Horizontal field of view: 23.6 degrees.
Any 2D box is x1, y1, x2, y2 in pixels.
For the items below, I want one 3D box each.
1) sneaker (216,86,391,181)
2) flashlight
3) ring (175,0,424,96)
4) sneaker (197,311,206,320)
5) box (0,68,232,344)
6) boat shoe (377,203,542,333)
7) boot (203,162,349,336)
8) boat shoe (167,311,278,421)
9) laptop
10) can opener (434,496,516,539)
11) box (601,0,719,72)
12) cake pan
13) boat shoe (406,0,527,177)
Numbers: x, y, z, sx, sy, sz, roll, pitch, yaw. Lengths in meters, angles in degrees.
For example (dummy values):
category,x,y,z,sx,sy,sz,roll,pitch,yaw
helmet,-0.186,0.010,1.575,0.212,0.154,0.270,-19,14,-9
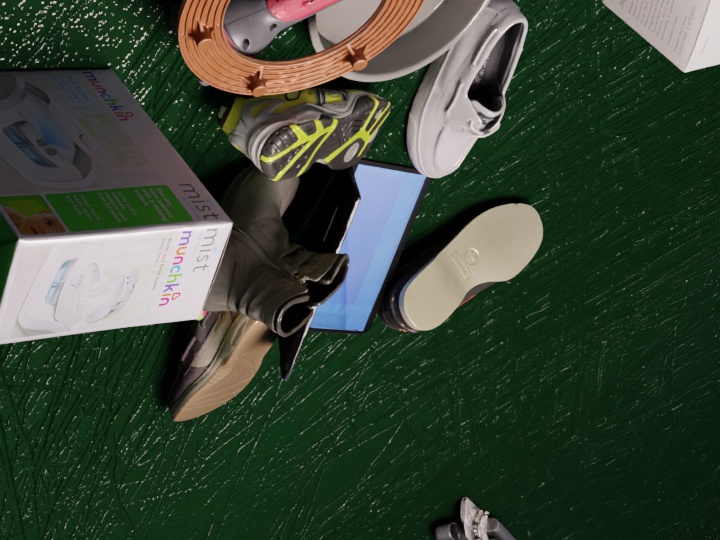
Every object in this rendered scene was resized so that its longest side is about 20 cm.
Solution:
category,x,y,z,sx,sy,sz,roll,pitch,yaw
sneaker,-0.042,-0.130,1.443,0.200,0.076,0.076,-12,136,-61
flashlight,-0.045,-0.211,1.305,0.199,0.068,0.068,-24,141,10
ring,-0.038,-0.191,1.262,0.199,0.019,0.201,-18,152,-10
sneaker,-0.179,-0.008,1.449,0.200,0.083,0.077,41,58,-67
box,-0.221,-0.050,1.243,0.175,0.200,0.097,-6,132,-37
boat shoe,0.099,-0.006,1.713,0.201,0.063,0.074,-36,105,-28
boot,-0.064,-0.016,1.428,0.200,0.130,0.068,-53,150,-45
boat shoe,-0.129,0.069,1.572,0.072,0.065,0.200,-18,157,-37
laptop,0.000,0.000,1.557,0.103,0.200,0.178,19,106,-11
can opener,0.152,0.335,2.139,0.066,0.053,0.200,-14,150,22
box,0.353,-0.310,1.562,0.198,0.131,0.201,-16,137,-31
cake pan,0.034,-0.248,1.411,0.199,0.037,0.201,-25,142,-22
boat shoe,0.101,-0.157,1.542,0.072,0.069,0.201,-6,132,-39
